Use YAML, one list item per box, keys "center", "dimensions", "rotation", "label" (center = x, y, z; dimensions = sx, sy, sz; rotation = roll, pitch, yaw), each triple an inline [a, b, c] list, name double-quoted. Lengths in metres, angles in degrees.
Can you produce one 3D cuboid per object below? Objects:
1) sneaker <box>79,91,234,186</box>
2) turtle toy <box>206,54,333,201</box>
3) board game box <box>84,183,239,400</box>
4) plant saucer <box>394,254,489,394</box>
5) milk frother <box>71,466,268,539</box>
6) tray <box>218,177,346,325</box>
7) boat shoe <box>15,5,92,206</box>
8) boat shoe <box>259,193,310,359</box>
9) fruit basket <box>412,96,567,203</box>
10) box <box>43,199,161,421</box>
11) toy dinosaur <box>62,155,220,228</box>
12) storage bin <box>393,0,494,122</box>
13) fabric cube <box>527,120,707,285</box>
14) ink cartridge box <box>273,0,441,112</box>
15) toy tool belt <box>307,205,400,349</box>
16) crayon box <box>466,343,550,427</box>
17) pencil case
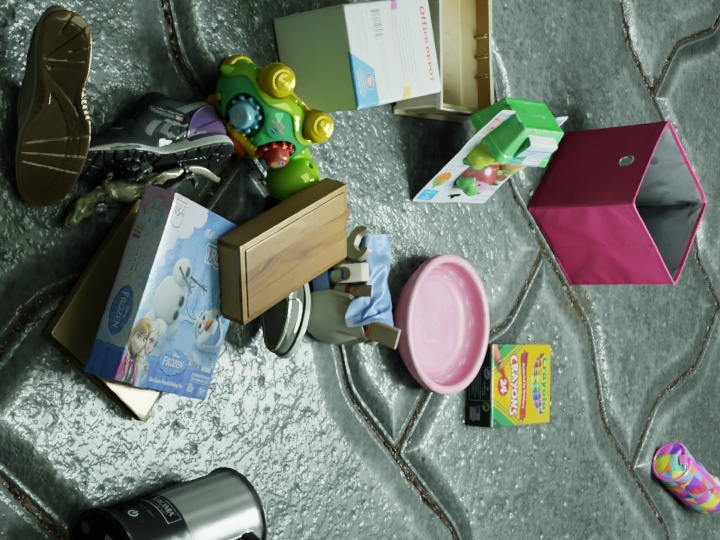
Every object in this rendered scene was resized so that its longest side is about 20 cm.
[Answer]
- center: [-0.242, -0.151, 1.307]
  dimensions: [0.199, 0.076, 0.088]
  rotation: [-11, 69, -42]
  label: "sneaker"
- center: [-0.107, -0.166, 1.404]
  dimensions: [0.101, 0.145, 0.200]
  rotation: [-48, 122, -11]
  label: "turtle toy"
- center: [-0.198, 0.030, 1.271]
  dimensions: [0.200, 0.043, 0.201]
  rotation: [29, 76, -67]
  label: "board game box"
- center: [0.113, 0.078, 1.712]
  dimensions: [0.199, 0.050, 0.203]
  rotation: [1, 89, -50]
  label: "plant saucer"
- center: [-0.207, 0.345, 1.293]
  dimensions: [0.187, 0.181, 0.201]
  rotation: [-9, 139, -48]
  label: "milk frother"
- center: [-0.085, -0.025, 1.365]
  dimensions: [0.200, 0.037, 0.100]
  rotation: [-34, 133, -46]
  label: "tray"
- center: [-0.315, -0.167, 1.203]
  dimensions: [0.071, 0.065, 0.202]
  rotation: [1, 108, -28]
  label: "boat shoe"
- center: [-0.101, 0.005, 1.451]
  dimensions: [0.060, 0.072, 0.204]
  rotation: [19, 69, -45]
  label: "boat shoe"
- center: [0.195, -0.158, 1.719]
  dimensions: [0.184, 0.200, 0.094]
  rotation: [-2, 49, -50]
  label: "fruit basket"
- center: [-0.246, 0.040, 1.317]
  dimensions: [0.164, 0.021, 0.201]
  rotation: [51, 52, -36]
  label: "box"
- center: [-0.225, -0.095, 1.269]
  dimensions: [0.199, 0.088, 0.048]
  rotation: [-17, 87, -33]
  label: "toy dinosaur"
- center: [0.139, -0.323, 1.718]
  dimensions: [0.197, 0.093, 0.203]
  rotation: [-2, 90, -49]
  label: "storage bin"
- center: [0.433, -0.110, 1.976]
  dimensions: [0.201, 0.198, 0.197]
  rotation: [54, 53, -34]
  label: "fabric cube"
- center: [0.006, -0.280, 1.537]
  dimensions: [0.199, 0.124, 0.130]
  rotation: [-19, 104, -48]
  label: "ink cartridge box"
- center: [0.000, 0.000, 1.527]
  dimensions: [0.124, 0.122, 0.202]
  rotation: [-7, 94, -49]
  label: "toy tool belt"
- center: [0.245, 0.179, 1.863]
  dimensions: [0.199, 0.050, 0.129]
  rotation: [3, 86, -50]
  label: "crayon box"
- center: [0.643, 0.406, 2.297]
  dimensions: [0.200, 0.088, 0.089]
  rotation: [36, 63, -42]
  label: "pencil case"
